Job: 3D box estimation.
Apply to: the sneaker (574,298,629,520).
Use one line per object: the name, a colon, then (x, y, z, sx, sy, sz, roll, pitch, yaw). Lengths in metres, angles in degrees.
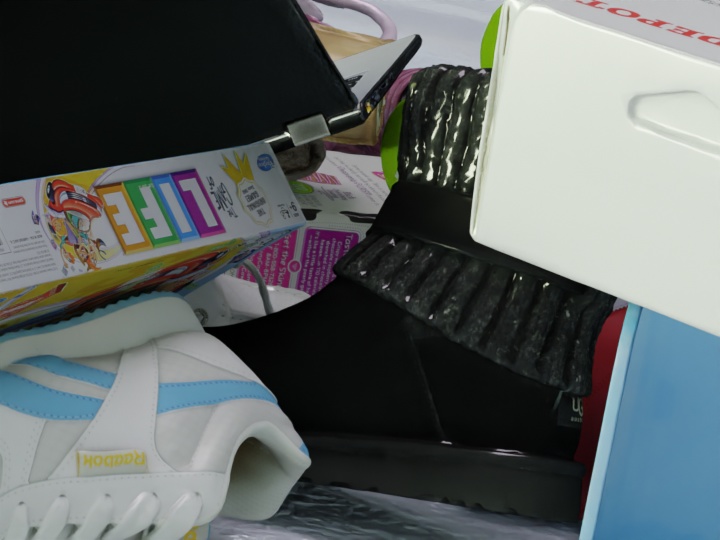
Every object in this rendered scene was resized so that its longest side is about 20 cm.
sneaker: (0.122, 0.009, 0.950, 0.112, 0.201, 0.071, 18, -14, 9)

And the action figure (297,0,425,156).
action figure: (0.025, -0.087, 1.349, 0.133, 0.150, 0.200, 13, -3, -20)

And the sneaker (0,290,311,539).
sneaker: (-0.091, 0.068, 0.752, 0.081, 0.077, 0.200, 41, 35, 16)

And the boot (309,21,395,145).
boot: (-0.086, -0.097, 1.057, 0.198, 0.067, 0.175, 12, 14, 1)

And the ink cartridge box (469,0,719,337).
ink cartridge box: (0.150, -0.043, 0.779, 0.145, 0.085, 0.199, 22, 23, 32)

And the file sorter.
file sorter: (0.173, 0.079, 0.783, 0.198, 0.140, 0.123, 13, 17, 9)

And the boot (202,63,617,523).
boot: (0.001, 0.000, 0.887, 0.209, 0.159, 0.079, 8, -2, 17)

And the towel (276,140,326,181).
towel: (-0.129, -0.069, 1.116, 0.199, 0.035, 0.132, -5, 22, -44)

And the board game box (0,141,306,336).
board game box: (-0.121, 0.010, 0.792, 0.134, 0.034, 0.200, -29, -6, 28)

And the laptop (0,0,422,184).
laptop: (-0.096, -0.086, 0.886, 0.186, 0.117, 0.200, -16, 13, 16)

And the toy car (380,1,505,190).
toy car: (0.131, -0.010, 1.074, 0.163, 0.201, 0.158, -3, -26, -39)

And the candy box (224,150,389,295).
candy box: (-0.054, -0.020, 1.170, 0.198, 0.061, 0.136, 5, 16, -19)

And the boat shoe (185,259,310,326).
boat shoe: (-0.088, 0.003, 0.995, 0.201, 0.087, 0.074, 0, 17, -35)
